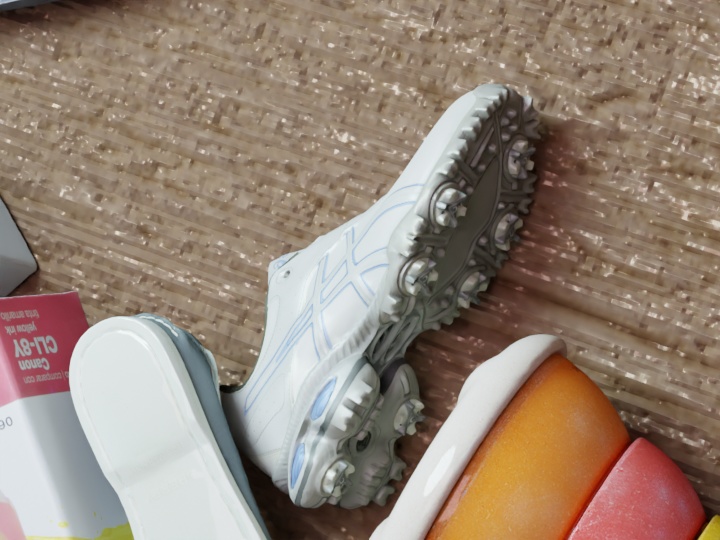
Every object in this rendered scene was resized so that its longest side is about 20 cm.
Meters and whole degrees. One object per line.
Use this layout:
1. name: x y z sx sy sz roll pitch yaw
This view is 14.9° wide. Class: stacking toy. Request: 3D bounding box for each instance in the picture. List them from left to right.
1. stacking toy: 0.111 0.130 1.083 0.200 0.146 0.146 30 95 13

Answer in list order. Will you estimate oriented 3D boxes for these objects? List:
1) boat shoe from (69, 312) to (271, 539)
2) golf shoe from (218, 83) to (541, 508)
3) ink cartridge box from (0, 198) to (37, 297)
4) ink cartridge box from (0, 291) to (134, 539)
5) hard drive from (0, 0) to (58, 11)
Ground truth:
1. boat shoe: -0.063 0.113 1.175 0.073 0.062 0.200 -23 82 22
2. golf shoe: 0.000 0.000 1.182 0.097 0.078 0.200 31 94 34
3. ink cartridge box: -0.262 -0.002 1.242 0.146 0.200 0.083 -40 68 15
4. ink cartridge box: -0.168 0.128 1.213 0.145 0.083 0.200 -24 82 22
5. hard drive: -0.137 -0.192 1.304 0.200 0.042 0.135 -12 75 24
